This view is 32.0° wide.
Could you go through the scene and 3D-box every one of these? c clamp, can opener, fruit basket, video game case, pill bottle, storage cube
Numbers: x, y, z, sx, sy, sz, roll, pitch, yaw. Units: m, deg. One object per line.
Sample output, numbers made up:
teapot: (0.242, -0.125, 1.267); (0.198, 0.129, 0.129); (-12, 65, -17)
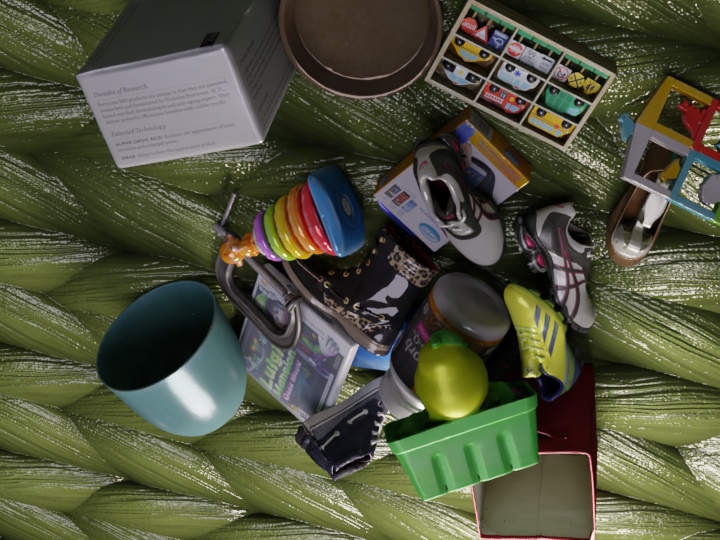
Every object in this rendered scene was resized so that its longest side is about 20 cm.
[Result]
c clamp: (-0.145, 0.015, 1.750); (0.200, 0.027, 0.171); (48, 140, 11)
can opener: (0.200, 0.123, 1.723); (0.200, 0.063, 0.079); (-45, 91, 1)
fruit basket: (0.121, 0.169, 1.599); (0.212, 0.156, 0.219); (0, 93, -2)
video game case: (-0.097, 0.116, 1.809); (0.181, 0.023, 0.201); (40, 135, 19)
pill bottle: (0.108, 0.110, 1.692); (0.115, 0.117, 0.201); (26, 124, -7)
storage cube: (0.249, 0.254, 1.778); (0.168, 0.181, 0.202); (-1, 126, 13)

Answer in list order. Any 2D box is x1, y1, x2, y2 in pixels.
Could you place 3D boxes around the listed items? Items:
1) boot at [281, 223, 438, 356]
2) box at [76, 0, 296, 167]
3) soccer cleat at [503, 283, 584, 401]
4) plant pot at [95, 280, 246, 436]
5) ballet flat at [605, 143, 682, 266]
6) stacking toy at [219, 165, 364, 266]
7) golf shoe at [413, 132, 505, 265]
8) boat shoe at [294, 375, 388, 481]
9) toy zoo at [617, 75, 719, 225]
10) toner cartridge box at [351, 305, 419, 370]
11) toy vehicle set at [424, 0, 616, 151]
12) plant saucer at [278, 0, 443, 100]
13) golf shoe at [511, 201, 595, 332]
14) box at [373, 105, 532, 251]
boot: (0.000, 0.000, 1.713); (0.200, 0.073, 0.151); (43, 112, 17)
box: (-0.199, -0.242, 1.500); (0.197, 0.200, 0.132); (-7, 125, 19)
soccer cleat: (0.233, 0.097, 1.650); (0.064, 0.084, 0.201); (25, 157, 47)
plant pot: (-0.256, 0.143, 1.824); (0.198, 0.202, 0.162); (-13, 132, 23)
ballet flat: (0.355, -0.068, 1.572); (0.067, 0.073, 0.202); (20, 130, 0)
stacking toy: (-0.101, -0.051, 1.662); (0.198, 0.110, 0.117); (-21, 95, 22)
golf shoe: (0.117, -0.072, 1.565); (0.076, 0.089, 0.201); (-18, 122, 26)
boat shoe: (0.009, 0.227, 1.808); (0.093, 0.198, 0.075); (49, 152, 27)
toy zoo: (0.395, -0.141, 1.490); (0.198, 0.020, 0.133); (25, 91, -6)
toner cartridge box: (0.059, 0.098, 1.796); (0.197, 0.043, 0.096); (6, 129, 10)
toy vehicle set: (0.192, -0.239, 1.512); (0.198, 0.027, 0.125); (25, 129, -6)
plant saucer: (0.001, -0.299, 1.501); (0.197, 0.030, 0.202); (2, 126, 3)
golf shoe: (0.276, 0.000, 1.647); (0.087, 0.078, 0.201); (-27, 123, 13)
box: (0.110, -0.109, 1.626); (0.119, 0.042, 0.199); (41, 124, -17)
